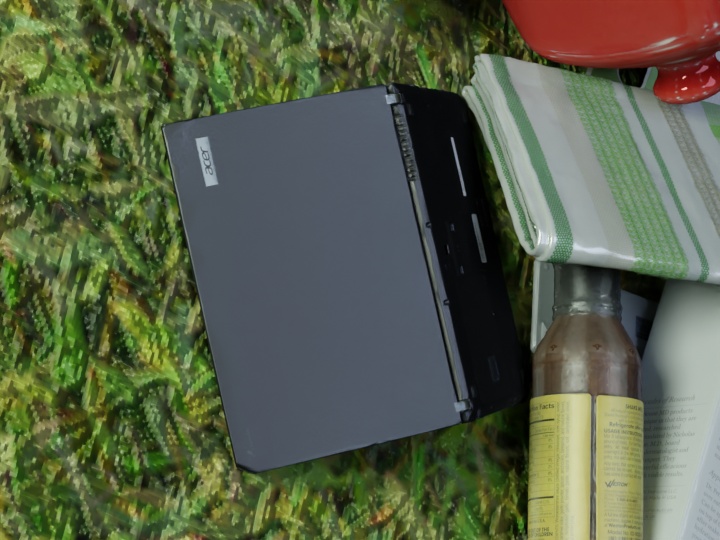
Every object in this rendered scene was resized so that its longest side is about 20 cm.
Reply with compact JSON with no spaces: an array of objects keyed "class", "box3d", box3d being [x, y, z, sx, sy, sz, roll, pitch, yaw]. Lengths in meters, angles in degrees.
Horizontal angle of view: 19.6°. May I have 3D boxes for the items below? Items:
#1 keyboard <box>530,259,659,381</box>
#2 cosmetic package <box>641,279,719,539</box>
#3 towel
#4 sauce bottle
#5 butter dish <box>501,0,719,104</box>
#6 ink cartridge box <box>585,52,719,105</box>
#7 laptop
[{"class":"keyboard","box3d":[0.170,0.043,1.244,0.200,0.011,0.056,19,62,-41]},{"class":"cosmetic package","box3d":[0.211,0.096,1.213,0.101,0.071,0.200,38,61,-32]},{"class":"towel","box3d":[0.160,-0.047,1.172,0.200,0.031,0.149,10,46,-29]},{"class":"sauce bottle","box3d":[0.125,0.080,1.141,0.065,0.065,0.200,14,74,-42]},{"class":"butter dish","box3d":[0.174,-0.166,1.179,0.199,0.200,0.148,-32,113,-44]},{"class":"ink cartridge box","box3d":[0.214,-0.088,1.295,0.200,0.048,0.146,34,56,-16]},{"class":"laptop","box3d":[0.000,0.000,1.084,0.200,0.103,0.177,-7,85,-71]}]
